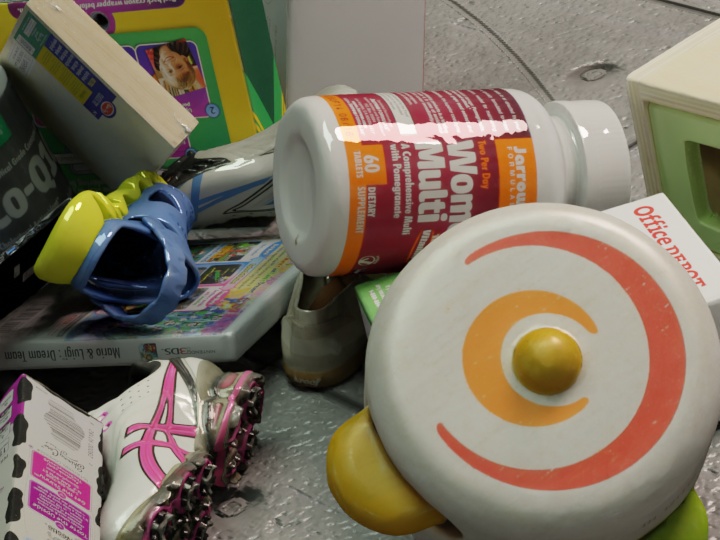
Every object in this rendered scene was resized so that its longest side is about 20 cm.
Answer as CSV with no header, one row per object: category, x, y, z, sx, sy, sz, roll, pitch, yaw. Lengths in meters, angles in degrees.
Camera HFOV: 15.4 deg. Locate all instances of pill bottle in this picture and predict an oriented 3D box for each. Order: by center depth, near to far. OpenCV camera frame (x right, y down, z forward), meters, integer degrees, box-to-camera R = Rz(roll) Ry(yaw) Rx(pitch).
pill bottle,0.056,-0.055,1.617,0.200,0.110,0.110,-4,24,-20
pill bottle,-0.274,-0.079,1.812,0.113,0.200,0.113,-20,32,13

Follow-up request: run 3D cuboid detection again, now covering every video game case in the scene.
video game case,-0.128,0.019,1.728,0.182,0.024,0.200,-3,18,21

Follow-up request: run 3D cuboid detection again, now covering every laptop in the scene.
laptop,-0.289,0.003,1.695,0.200,0.103,0.177,-41,-3,-12

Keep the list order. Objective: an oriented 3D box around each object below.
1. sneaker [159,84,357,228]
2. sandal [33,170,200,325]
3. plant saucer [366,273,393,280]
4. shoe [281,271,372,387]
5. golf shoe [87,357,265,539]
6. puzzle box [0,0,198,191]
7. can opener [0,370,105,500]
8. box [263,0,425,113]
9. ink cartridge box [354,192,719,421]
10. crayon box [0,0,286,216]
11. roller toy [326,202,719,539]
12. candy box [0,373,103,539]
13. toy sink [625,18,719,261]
sneaker,-0.075,-0.058,1.801,0.200,0.072,0.072,-23,17,19
sandal,-0.139,-0.008,1.684,0.087,0.080,0.200,32,16,4
plant saucer,0.059,-0.035,1.707,0.200,0.031,0.200,8,37,-7
shoe,0.000,0.000,1.708,0.070,0.053,0.200,-2,30,22
golf shoe,-0.123,0.115,1.522,0.092,0.073,0.200,13,28,10
puzzle box,-0.178,-0.114,1.764,0.025,0.133,0.200,-47,5,-16
can opener,-0.200,0.095,1.625,0.053,0.066,0.200,-24,24,-21
box,-0.033,-0.193,1.954,0.106,0.152,0.200,-7,26,-17
ink cartridge box,0.114,0.043,1.543,0.200,0.084,0.145,-17,28,-6
crayon box,-0.156,-0.122,1.875,0.200,0.173,0.058,-2,25,23
roller toy,0.091,0.064,1.381,0.200,0.140,0.183,9,70,4
candy box,-0.201,0.164,1.427,0.136,0.061,0.200,-49,22,18
toy sink,0.272,-0.062,1.614,0.112,0.130,0.200,-32,34,-29
